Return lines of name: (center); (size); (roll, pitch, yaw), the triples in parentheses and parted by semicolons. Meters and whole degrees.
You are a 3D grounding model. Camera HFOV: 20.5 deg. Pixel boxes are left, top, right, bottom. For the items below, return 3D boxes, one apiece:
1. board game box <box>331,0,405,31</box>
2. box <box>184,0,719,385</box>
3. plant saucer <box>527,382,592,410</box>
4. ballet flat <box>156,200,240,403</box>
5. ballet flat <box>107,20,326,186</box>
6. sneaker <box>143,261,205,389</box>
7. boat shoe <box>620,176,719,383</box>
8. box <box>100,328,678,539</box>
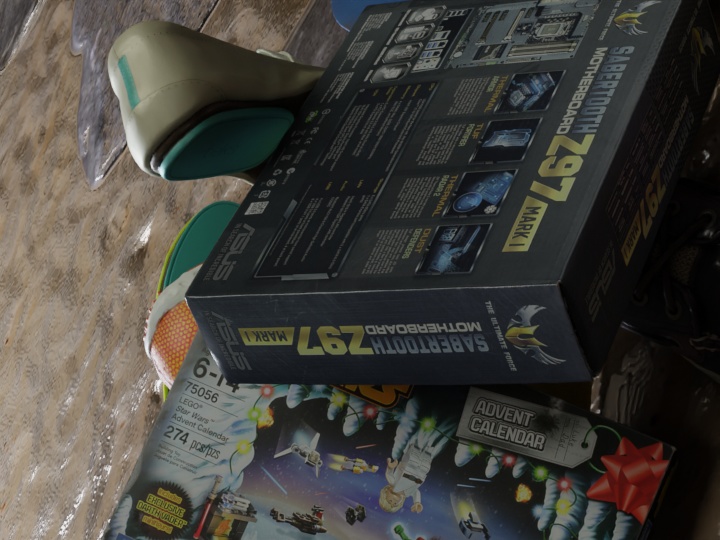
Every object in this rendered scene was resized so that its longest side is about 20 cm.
board game box: (0.078, -0.169, 1.002); (0.200, 0.039, 0.158); (-41, 27, -9)
box: (0.042, -0.039, 0.784); (0.157, 0.051, 0.200); (-4, 39, 30)
plant saucer: (-0.004, 0.113, 0.879); (0.199, 0.048, 0.201); (-7, 61, 31)
ballet flat: (-0.093, 0.055, 1.215); (0.067, 0.066, 0.201); (95, 177, -57)
ballet flat: (-0.045, -0.072, 0.862); (0.069, 0.200, 0.070); (-1, 87, 24)
sneaker: (0.000, 0.000, 0.890); (0.200, 0.073, 0.077); (-38, 68, -8)
boat shoe: (0.126, -0.001, 0.783); (0.072, 0.065, 0.200); (-67, 25, 3)
box: (0.010, 0.097, 0.798); (0.137, 0.199, 0.040); (-66, -15, -9)
